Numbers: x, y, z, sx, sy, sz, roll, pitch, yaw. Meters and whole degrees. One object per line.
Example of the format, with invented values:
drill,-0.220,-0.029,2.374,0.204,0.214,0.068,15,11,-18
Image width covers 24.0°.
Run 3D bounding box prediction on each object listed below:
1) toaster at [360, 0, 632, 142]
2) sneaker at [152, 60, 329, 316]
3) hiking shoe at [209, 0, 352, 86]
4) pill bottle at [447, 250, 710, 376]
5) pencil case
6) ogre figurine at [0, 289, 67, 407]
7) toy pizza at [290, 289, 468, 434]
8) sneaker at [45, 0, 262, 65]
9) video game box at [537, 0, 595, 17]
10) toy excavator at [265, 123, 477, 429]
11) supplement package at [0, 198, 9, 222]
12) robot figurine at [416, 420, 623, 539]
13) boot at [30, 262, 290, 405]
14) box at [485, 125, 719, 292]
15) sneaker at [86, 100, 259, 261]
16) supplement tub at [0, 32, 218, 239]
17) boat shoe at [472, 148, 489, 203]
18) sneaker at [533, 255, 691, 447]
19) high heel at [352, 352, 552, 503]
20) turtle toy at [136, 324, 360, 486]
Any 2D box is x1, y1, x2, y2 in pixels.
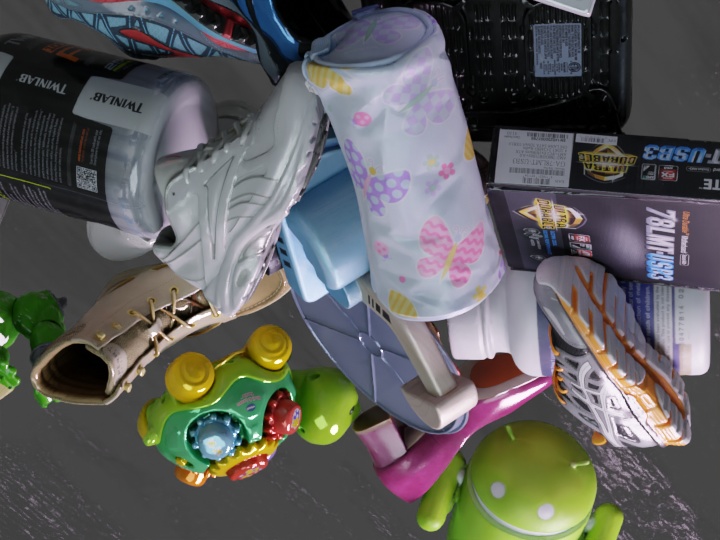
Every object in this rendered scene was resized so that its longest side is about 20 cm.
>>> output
toaster,0.097,-0.177,1.137,0.180,0.119,0.201,0,135,10
sneaker,-0.088,-0.062,1.133,0.099,0.078,0.201,27,121,-2
hiking shoe,-0.067,-0.205,1.130,0.200,0.074,0.087,46,151,-2
pill bottle,0.171,0.023,1.324,0.199,0.120,0.120,-1,134,10
pencil case,0.030,-0.065,1.082,0.090,0.083,0.201,-19,119,-1
ogre figurine,-0.333,0.064,1.444,0.199,0.120,0.098,-17,126,22
toy pizza,0.018,0.051,1.378,0.200,0.032,0.201,39,157,21
sneaker,-0.136,-0.191,1.208,0.199,0.080,0.096,20,152,-5
video game box,0.072,-0.269,1.009,0.199,0.047,0.183,20,99,6
toy excavator,0.000,0.000,1.226,0.100,0.200,0.195,-30,135,-16
supplement package,-0.371,-0.090,1.296,0.120,0.120,0.201,-7,133,16
robot figurine,0.144,0.216,1.521,0.174,0.116,0.201,21,135,7
boot,-0.156,0.039,1.355,0.199,0.156,0.073,-13,110,28
box,0.194,-0.038,1.169,0.197,0.050,0.200,7,165,11
sneaker,-0.154,-0.052,1.322,0.075,0.089,0.200,34,130,-25
supplement tub,-0.213,-0.103,1.236,0.199,0.123,0.123,15,138,20
boat shoe,0.049,-0.058,1.247,0.059,0.200,0.072,-22,93,-9
sneaker,0.171,0.069,1.234,0.077,0.079,0.200,-17,129,29
high heel,0.098,0.135,1.472,0.199,0.068,0.096,-21,118,25
turtle toy,-0.094,0.120,1.451,0.199,0.102,0.146,-18,163,-27
